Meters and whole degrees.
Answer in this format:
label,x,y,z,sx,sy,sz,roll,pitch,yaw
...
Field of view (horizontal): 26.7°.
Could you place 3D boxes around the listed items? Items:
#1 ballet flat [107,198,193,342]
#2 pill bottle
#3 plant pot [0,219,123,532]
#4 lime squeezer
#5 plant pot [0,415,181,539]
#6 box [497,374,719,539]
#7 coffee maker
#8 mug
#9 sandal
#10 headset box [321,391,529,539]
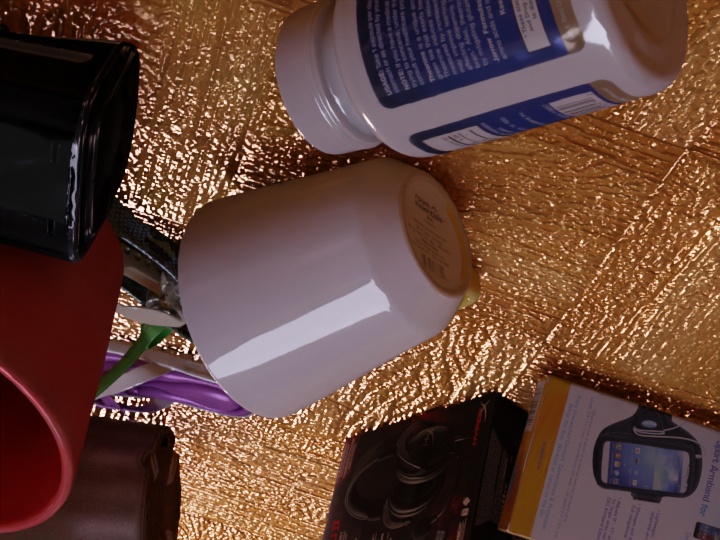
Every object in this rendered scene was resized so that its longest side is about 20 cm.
label,x,y,z,sx,sy,sz,roll,pitch,yaw
ballet flat,-0.179,-0.012,1.074,0.199,0.075,0.074,30,144,-21
pill bottle,0.057,-0.122,0.776,0.198,0.112,0.111,-13,138,35
plant pot,-0.246,0.037,0.969,0.198,0.178,0.202,9,132,10
lime squeezer,-0.124,0.058,1.163,0.198,0.071,0.038,-4,138,-28
plant pot,-0.267,0.208,1.337,0.195,0.202,0.201,2,146,5
box,0.212,0.165,1.129,0.198,0.121,0.041,19,171,-6
coffee maker,-0.244,-0.076,0.888,0.197,0.194,0.135,12,147,3
mug,-0.006,-0.006,0.984,0.152,0.186,0.151,-22,101,31
sandal,-0.181,0.097,1.251,0.200,0.050,0.083,5,146,15
headset box,0.049,0.199,1.220,0.077,0.150,0.199,36,142,-30
